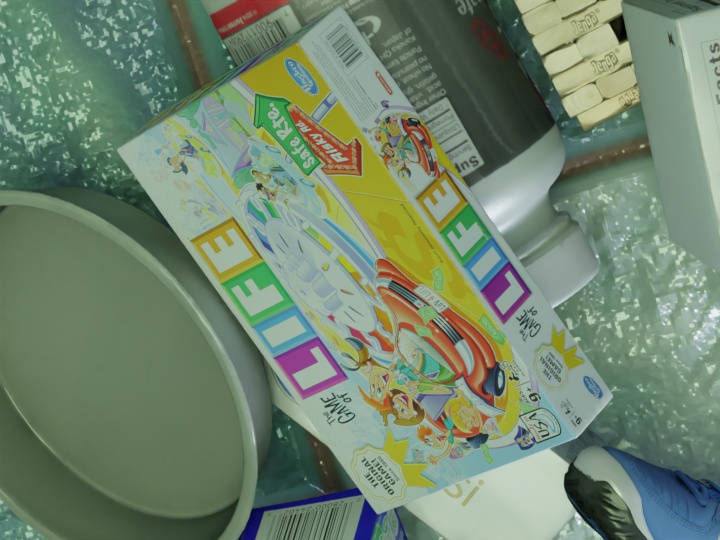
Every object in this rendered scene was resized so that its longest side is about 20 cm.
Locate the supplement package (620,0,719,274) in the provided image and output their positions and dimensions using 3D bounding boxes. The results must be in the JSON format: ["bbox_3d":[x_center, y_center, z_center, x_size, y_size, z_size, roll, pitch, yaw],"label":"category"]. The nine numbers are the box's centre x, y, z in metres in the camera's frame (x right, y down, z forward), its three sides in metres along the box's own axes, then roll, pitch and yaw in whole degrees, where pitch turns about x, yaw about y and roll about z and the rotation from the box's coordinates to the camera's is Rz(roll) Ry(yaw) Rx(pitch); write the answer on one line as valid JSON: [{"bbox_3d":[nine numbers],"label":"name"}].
[{"bbox_3d":[0.223,-0.080,1.212,0.199,0.110,0.115,-13,101,-4],"label":"supplement package"}]

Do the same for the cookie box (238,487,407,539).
[{"bbox_3d":[-0.001,0.228,1.299,0.075,0.172,0.201,-11,120,18],"label":"cookie box"}]

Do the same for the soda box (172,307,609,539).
[{"bbox_3d":[0.015,0.053,1.336,0.200,0.064,0.068,38,107,1],"label":"soda box"}]

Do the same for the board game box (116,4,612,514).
[{"bbox_3d":[0.000,0.000,1.235,0.134,0.034,0.200,-26,103,47],"label":"board game box"}]

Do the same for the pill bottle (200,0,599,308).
[{"bbox_3d":[0.022,-0.067,1.280,0.110,0.111,0.201,-28,97,16],"label":"pill bottle"}]

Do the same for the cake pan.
[{"bbox_3d":[-0.119,0.047,1.332,0.199,0.037,0.201,21,129,28],"label":"cake pan"}]

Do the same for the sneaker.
[{"bbox_3d":[0.170,0.121,1.299,0.200,0.076,0.077,33,97,-33],"label":"sneaker"}]

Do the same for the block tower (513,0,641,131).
[{"bbox_3d":[0.078,-0.163,1.277,0.058,0.054,0.201,-26,98,15],"label":"block tower"}]
